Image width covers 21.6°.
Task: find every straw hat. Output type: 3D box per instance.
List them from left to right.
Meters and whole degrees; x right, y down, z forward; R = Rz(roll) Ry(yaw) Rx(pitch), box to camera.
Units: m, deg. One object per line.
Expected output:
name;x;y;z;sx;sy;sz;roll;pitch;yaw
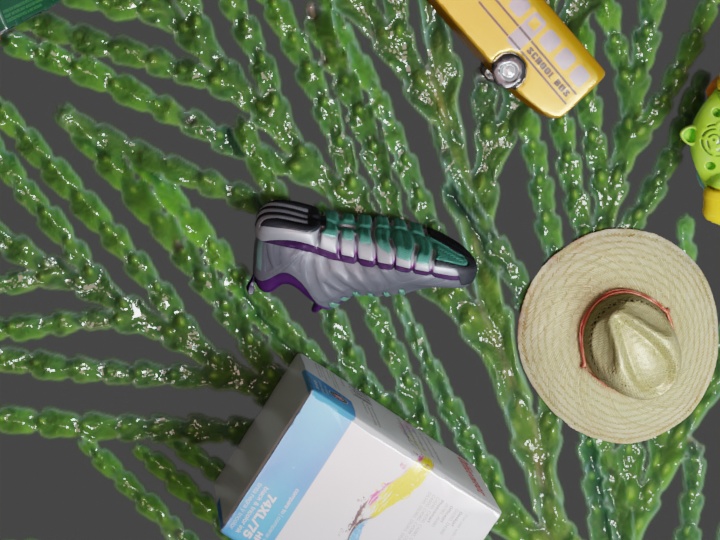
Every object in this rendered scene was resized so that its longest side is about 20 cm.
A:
straw hat;0.243;0.068;1.677;0.199;0.085;0.203;-1;101;-6

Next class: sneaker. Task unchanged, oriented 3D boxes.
sneaker;0.000;0.000;1.656;0.198;0.075;0.088;13;116;-1

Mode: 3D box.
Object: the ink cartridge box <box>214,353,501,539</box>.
ink cartridge box;-0.005;0.198;1.643;0.199;0.147;0.147;33;95;-11

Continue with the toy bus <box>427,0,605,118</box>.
toy bus;0.115;-0.219;1.619;0.078;0.065;0.200;-42;102;2

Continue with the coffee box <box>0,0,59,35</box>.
coffee box;-0.320;-0.293;1.528;0.044;0.123;0.201;-18;104;18

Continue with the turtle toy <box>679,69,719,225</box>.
turtle toy;0.373;-0.112;1.650;0.198;0.101;0.147;5;100;-8
